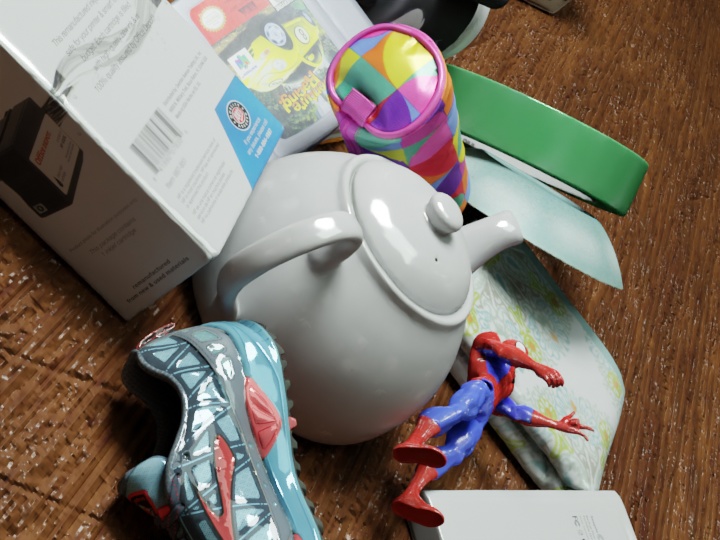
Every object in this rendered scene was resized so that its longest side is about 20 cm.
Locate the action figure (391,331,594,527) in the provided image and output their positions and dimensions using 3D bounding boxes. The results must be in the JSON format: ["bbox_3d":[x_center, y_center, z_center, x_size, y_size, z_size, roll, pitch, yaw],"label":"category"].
[{"bbox_3d":[0.097,0.097,0.920,0.200,0.098,0.066,-49,146,-59],"label":"action figure"}]

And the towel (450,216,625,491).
[{"bbox_3d":[0.129,0.068,1.092,0.201,0.048,0.171,51,32,-8],"label":"towel"}]

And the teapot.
[{"bbox_3d":[0.000,0.000,0.864,0.197,0.145,0.201,41,33,-24],"label":"teapot"}]

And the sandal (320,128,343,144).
[{"bbox_3d":[-0.031,-0.134,1.037,0.080,0.059,0.207,53,28,-3],"label":"sandal"}]

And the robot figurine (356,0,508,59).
[{"bbox_3d":[0.027,-0.238,1.121,0.199,0.125,0.151,8,45,-59],"label":"robot figurine"}]

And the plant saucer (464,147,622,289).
[{"bbox_3d":[0.134,-0.053,1.129,0.199,0.039,0.201,30,9,-5],"label":"plant saucer"}]

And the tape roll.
[{"bbox_3d":[0.140,-0.109,1.168,0.198,0.049,0.200,26,5,-2],"label":"tape roll"}]

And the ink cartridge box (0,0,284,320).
[{"bbox_3d":[-0.153,-0.097,0.792,0.200,0.083,0.146,46,34,-18],"label":"ink cartridge box"}]

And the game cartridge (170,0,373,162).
[{"bbox_3d":[-0.064,-0.144,0.961,0.134,0.041,0.200,54,49,-11],"label":"game cartridge"}]

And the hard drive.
[{"bbox_3d":[0.125,0.210,0.930,0.198,0.026,0.133,8,54,-42],"label":"hard drive"}]

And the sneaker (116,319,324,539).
[{"bbox_3d":[-0.079,0.123,0.719,0.094,0.079,0.202,0,60,-28],"label":"sneaker"}]

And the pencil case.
[{"bbox_3d":[0.029,-0.088,0.966,0.200,0.087,0.089,67,2,-67],"label":"pencil case"}]

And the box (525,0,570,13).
[{"bbox_3d":[0.204,-0.420,1.605,0.108,0.127,0.202,8,53,-52],"label":"box"}]
